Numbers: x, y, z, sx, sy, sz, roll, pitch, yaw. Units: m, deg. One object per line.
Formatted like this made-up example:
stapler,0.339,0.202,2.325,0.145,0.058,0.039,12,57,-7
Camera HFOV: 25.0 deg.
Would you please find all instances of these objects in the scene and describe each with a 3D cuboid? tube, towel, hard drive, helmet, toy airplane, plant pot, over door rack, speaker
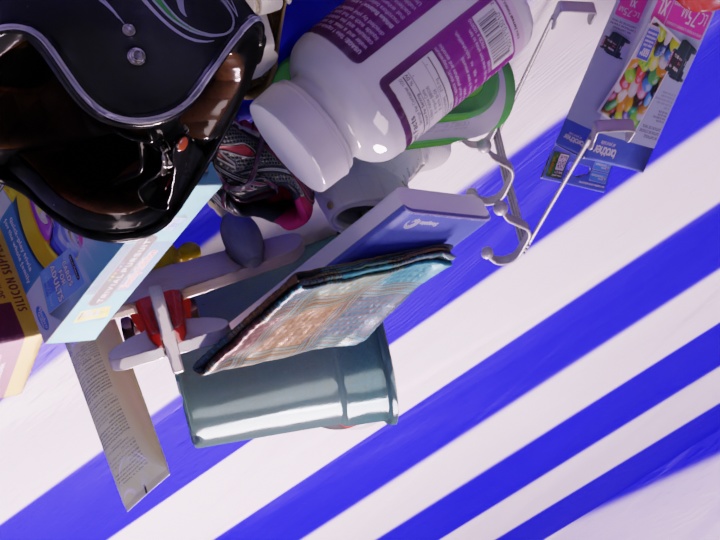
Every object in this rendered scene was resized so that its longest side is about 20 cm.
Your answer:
tube,-0.222,0.111,1.456,0.052,0.200,0.058,-22,157,-5
towel,-0.026,0.034,1.328,0.200,0.022,0.147,-11,156,-50
hard drive,0.000,0.000,1.373,0.200,0.025,0.132,-38,158,28
helmet,-0.175,-0.129,0.983,0.200,0.191,0.200,-61,176,-7
toy airplane,-0.175,0.007,1.356,0.199,0.141,0.200,-6,-167,37
plant pot,-0.084,0.076,1.569,0.196,0.200,0.200,-14,156,-9
over door rack,0.142,-0.120,1.399,0.067,0.148,0.200,8,143,-26
speaker,0.029,-0.142,1.318,0.200,0.088,0.088,-9,153,-36

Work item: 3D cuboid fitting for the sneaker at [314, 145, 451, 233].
sneaker,0.024,-0.076,1.425,0.200,0.116,0.074,-4,148,-46

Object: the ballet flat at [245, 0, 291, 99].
ballet flat,-0.070,-0.190,1.131,0.069,0.063,0.200,-18,157,-16

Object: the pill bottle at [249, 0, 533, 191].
pill bottle,0.020,-0.150,1.187,0.200,0.112,0.112,-40,161,-13

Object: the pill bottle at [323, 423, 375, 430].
pill bottle,-0.034,0.112,1.783,0.116,0.116,0.200,-30,158,10

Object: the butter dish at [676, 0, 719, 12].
butter dish,0.297,-0.267,1.251,0.200,0.148,0.199,-28,157,7

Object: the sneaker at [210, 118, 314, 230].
sneaker,-0.115,-0.087,1.275,0.200,0.075,0.081,11,140,-37

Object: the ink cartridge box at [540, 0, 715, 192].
ink cartridge box,0.240,-0.160,1.448,0.119,0.042,0.200,7,112,-54

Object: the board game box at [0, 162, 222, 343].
board game box,-0.191,-0.064,1.163,0.047,0.151,0.200,-5,150,-42

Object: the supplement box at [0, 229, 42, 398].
supplement box,-0.362,0.039,1.237,0.200,0.131,0.103,-13,154,-31
